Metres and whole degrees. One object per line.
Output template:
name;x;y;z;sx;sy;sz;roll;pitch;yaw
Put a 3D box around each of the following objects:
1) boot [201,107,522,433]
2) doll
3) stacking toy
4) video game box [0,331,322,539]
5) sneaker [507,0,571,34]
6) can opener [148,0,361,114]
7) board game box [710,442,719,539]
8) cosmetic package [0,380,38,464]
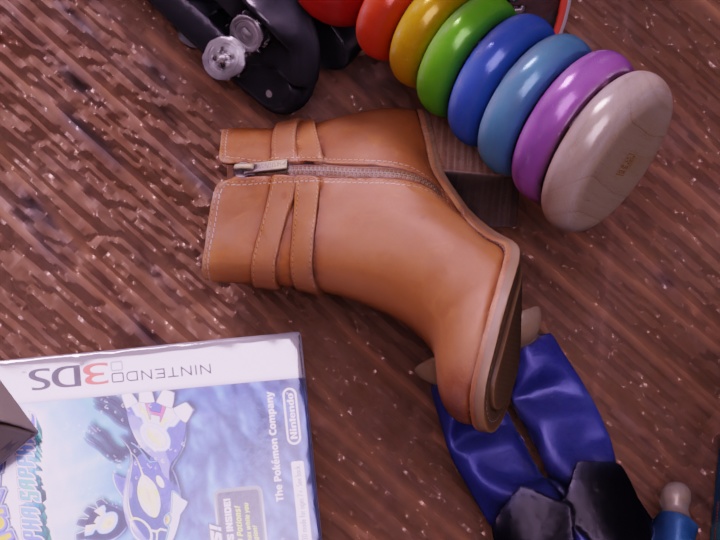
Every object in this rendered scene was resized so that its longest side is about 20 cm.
boot;0.000;0.000;1.243;0.154;0.074;0.201;0;42;2
doll;0.096;0.125;1.264;0.136;0.048;0.201;-26;79;-9
stacking toy;0.049;-0.105;1.241;0.200;0.085;0.085;37;78;22
video game box;-0.108;0.136;1.247;0.181;0.047;0.201;-6;79;-4
sneaker;0.068;-0.170;1.268;0.077;0.082;0.201;18;112;12
can opener;-0.092;-0.156;1.306;0.200;0.079;0.063;39;117;6
board game box;0.210;0.080;1.206;0.047;0.200;0.152;8;79;-4
cosmetic package;-0.255;0.028;1.215;0.103;0.073;0.200;-41;73;4
